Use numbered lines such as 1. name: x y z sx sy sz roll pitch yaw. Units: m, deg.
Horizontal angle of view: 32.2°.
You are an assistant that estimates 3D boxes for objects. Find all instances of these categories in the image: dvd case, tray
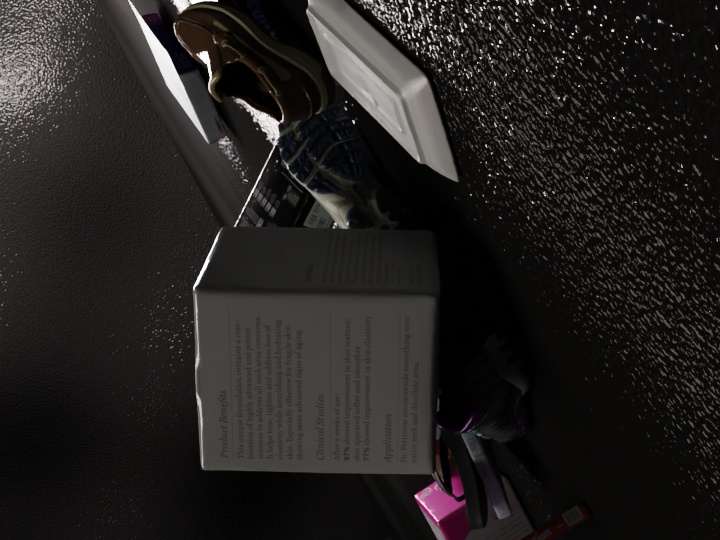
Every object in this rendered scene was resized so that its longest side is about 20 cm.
1. dvd case: 0.110 0.145 1.301 0.143 0.018 0.200 -102 -11 -54
2. tray: 0.010 -0.151 0.980 0.200 0.022 0.108 51 169 44

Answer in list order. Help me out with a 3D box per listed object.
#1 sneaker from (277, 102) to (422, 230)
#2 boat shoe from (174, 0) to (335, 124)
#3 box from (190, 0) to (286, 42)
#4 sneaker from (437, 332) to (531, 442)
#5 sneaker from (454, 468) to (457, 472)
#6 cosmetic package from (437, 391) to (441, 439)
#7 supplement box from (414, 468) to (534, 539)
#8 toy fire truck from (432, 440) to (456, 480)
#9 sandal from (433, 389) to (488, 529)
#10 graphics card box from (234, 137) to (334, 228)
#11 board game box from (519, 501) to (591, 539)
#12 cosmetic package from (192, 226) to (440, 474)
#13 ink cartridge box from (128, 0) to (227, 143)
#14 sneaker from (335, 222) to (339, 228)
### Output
1. sneaker: -0.015 -0.078 1.203 0.200 0.077 0.085 57 175 14
2. boat shoe: -0.119 -0.198 1.190 0.202 0.075 0.075 29 145 34
3. box: -0.142 -0.285 1.299 0.200 0.046 0.159 62 170 -22
4. sneaker: 0.104 0.123 1.155 0.074 0.087 0.200 55 170 25
5. sneaker: 0.069 0.194 1.630 0.200 0.075 0.114 54 168 22
6. cosmetic package: -0.031 0.118 1.241 0.151 0.199 0.052 -113 22 -70
7. supplement box: 0.164 0.344 1.525 0.200 0.101 0.103 62 171 -17
8. toy fire truck: 0.084 0.190 1.440 0.200 0.049 0.141 -61 -45 -73
9. sandal: 0.089 0.180 1.302 0.076 0.043 0.201 59 -168 -60
10. graphics card box: -0.088 -0.045 1.353 0.051 0.200 0.125 20 -167 -30
11. board game box: 0.170 0.278 1.258 0.019 0.103 0.200 59 171 15
12. cosmetic package: -0.033 0.064 1.079 0.166 0.199 0.168 -84 -4 -70
13. ink cartridge box: -0.299 -0.335 2.043 0.196 0.043 0.200 53 168 41
14. sneaker: 0.000 0.000 1.316 0.075 0.084 0.200 59 175 49
